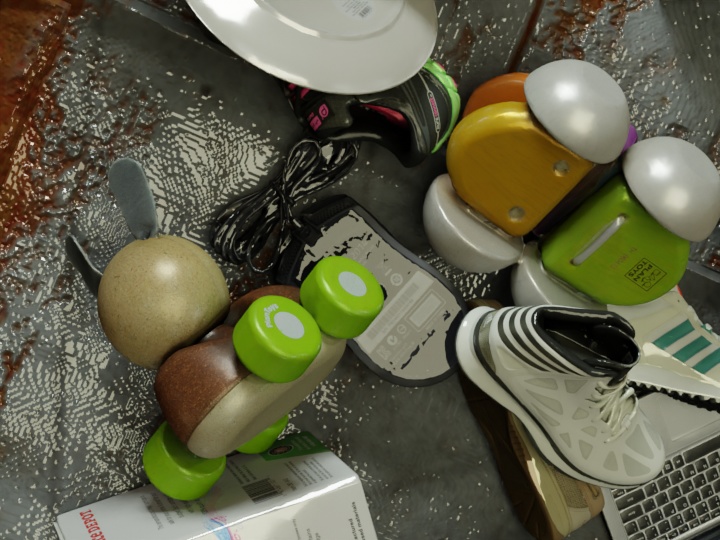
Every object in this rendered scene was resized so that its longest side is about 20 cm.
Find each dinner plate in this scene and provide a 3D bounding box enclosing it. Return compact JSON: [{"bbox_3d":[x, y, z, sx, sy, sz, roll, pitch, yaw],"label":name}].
[{"bbox_3d":[-0.034,-0.204,1.245,0.200,0.024,0.201,15,51,-19],"label":"dinner plate"}]

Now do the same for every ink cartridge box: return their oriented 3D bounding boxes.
[{"bbox_3d":[-0.101,0.194,1.269,0.200,0.145,0.084,-18,102,-13],"label":"ink cartridge box"}]

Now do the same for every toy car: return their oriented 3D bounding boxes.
[{"bbox_3d":[0.153,-0.064,1.318,0.200,0.150,0.175,37,120,-12],"label":"toy car"},{"bbox_3d":[-0.118,0.023,1.251,0.200,0.158,0.164,45,126,9],"label":"toy car"}]

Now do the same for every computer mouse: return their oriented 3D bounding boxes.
[{"bbox_3d":[0.000,0.000,1.330,0.138,0.053,0.200,-43,93,-5],"label":"computer mouse"}]

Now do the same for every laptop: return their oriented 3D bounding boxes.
[{"bbox_3d":[0.294,0.182,1.394,0.187,0.116,0.200,-24,102,-13],"label":"laptop"}]

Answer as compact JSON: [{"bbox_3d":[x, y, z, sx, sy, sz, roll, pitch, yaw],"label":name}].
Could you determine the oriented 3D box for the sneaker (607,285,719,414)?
[{"bbox_3d":[0.248,0.052,1.383,0.199,0.070,0.094,13,83,-5],"label":"sneaker"}]

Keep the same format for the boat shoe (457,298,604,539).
[{"bbox_3d":[0.127,0.105,1.368,0.064,0.071,0.200,-27,108,-21],"label":"boat shoe"}]

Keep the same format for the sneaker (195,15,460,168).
[{"bbox_3d":[-0.024,-0.138,1.274,0.200,0.077,0.084,26,59,-6],"label":"sneaker"}]

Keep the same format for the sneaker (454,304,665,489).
[{"bbox_3d":[0.168,0.092,1.283,0.200,0.115,0.076,38,64,-25],"label":"sneaker"}]
